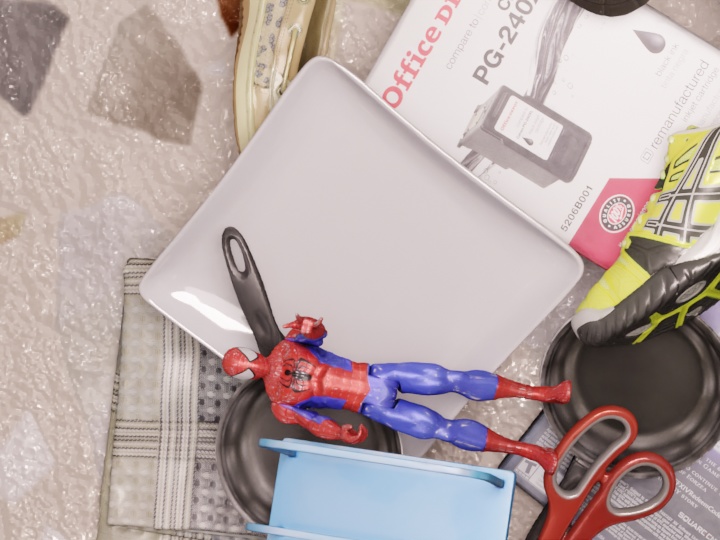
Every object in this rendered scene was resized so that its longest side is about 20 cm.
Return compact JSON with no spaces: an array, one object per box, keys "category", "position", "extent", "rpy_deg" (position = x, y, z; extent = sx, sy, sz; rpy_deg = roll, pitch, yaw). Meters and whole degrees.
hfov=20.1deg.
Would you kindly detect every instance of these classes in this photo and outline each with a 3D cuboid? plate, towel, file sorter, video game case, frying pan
[{"category":"plate","position":[0.000,0.000,1.199],"extent":[0.199,0.032,0.200],"rpy_deg":[38,116,-3]},{"category":"towel","position":[-0.068,0.099,1.274],"extent":[0.192,0.035,0.201],"rpy_deg":[7,98,7]},{"category":"file sorter","position":[0.000,0.197,1.116],"extent":[0.138,0.123,0.201],"rpy_deg":[7,82,10]},{"category":"video game case","position":[0.201,0.088,1.244],"extent":[0.143,0.019,0.200],"rpy_deg":[38,99,2]},{"category":"frying pan","position":[-0.054,0.079,1.209],"extent":[0.115,0.031,0.190],"rpy_deg":[-40,88,15]},{"category":"frying pan","position":[0.161,0.103,1.219],"extent":[0.115,0.031,0.191],"rpy_deg":[9,111,9]}]

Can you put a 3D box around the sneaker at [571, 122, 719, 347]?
[{"category":"sneaker","position":[0.191,-0.034,1.135],"extent":[0.200,0.075,0.076],"rpy_deg":[-43,69,15]}]

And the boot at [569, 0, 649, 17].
[{"category":"boot","position":[0.095,-0.248,1.132],"extent":[0.200,0.151,0.073],"rpy_deg":[36,129,-19]}]

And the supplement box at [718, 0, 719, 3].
[{"category":"supplement box","position":[0.269,-0.167,1.146],"extent":[0.103,0.101,0.200],"rpy_deg":[-30,90,43]}]

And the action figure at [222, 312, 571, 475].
[{"category":"action figure","position":[0.019,0.069,1.141],"extent":[0.199,0.099,0.066],"rpy_deg":[11,87,-1]}]

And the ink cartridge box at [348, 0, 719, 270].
[{"category":"ink cartridge box","position":[0.112,-0.106,1.201],"extent":[0.200,0.083,0.146],"rpy_deg":[31,101,2]}]

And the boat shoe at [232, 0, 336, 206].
[{"category":"boat shoe","position":[-0.039,-0.132,1.225],"extent":[0.062,0.073,0.201],"rpy_deg":[2,96,10]}]

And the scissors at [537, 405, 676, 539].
[{"category":"scissors","position":[0.106,0.168,1.206],"extent":[0.073,0.014,0.200],"rpy_deg":[39,100,-9]}]
